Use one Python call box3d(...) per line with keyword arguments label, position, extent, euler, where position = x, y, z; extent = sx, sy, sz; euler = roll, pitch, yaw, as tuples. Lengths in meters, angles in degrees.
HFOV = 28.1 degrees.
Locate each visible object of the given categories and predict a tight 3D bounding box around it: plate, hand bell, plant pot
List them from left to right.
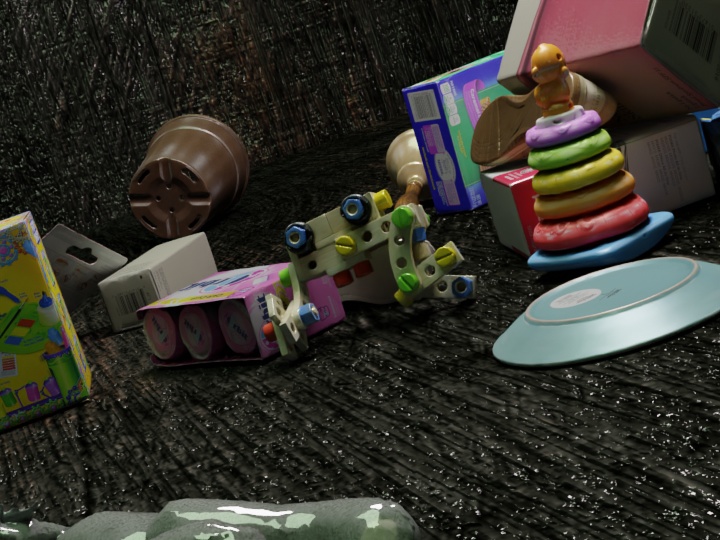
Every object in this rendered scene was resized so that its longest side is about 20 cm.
box3d(label="plant pot", position=(-0.316, -0.159, 2.584), extent=(0.199, 0.201, 0.198), euler=(-16, 18, 14))
box3d(label="hand bell", position=(0.070, -0.106, 1.910), extent=(0.104, 0.105, 0.200), euler=(-15, 22, 17))
box3d(label="plate", position=(0.193, 0.024, 1.090), extent=(0.199, 0.026, 0.200), euler=(-18, 11, 4))

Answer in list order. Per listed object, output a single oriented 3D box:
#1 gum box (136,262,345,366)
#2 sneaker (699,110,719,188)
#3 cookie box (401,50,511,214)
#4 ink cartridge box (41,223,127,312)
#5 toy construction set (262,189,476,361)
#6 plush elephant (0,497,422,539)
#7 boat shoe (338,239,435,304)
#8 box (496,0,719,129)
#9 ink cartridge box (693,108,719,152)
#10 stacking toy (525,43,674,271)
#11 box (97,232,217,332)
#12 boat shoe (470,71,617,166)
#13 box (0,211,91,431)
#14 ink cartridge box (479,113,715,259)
box3d(label="gum box", position=(-0.126, 0.043, 1.444), extent=(0.113, 0.067, 0.199), euler=(-25, 12, -40))
box3d(label="sneaker", position=(0.388, -0.130, 1.451), extent=(0.078, 0.066, 0.200), euler=(-12, 11, 14))
box3d(label="cookie box", position=(0.168, -0.186, 1.857), extent=(0.199, 0.172, 0.075), euler=(-26, 15, -36))
box3d(label="ink cartridge box", position=(-0.412, 0.014, 1.796), extent=(0.200, 0.047, 0.160), euler=(-40, -27, 9))
box3d(label="toy construction set", position=(-0.003, 0.002, 1.324), extent=(0.199, 0.132, 0.092), euler=(-23, -7, 2))
box3d(label="plush elephant", position=(-0.079, 0.167, 0.503), extent=(0.199, 0.156, 0.165), euler=(12, -37, -6))
box3d(label="boat shoe", position=(0.000, 0.000, 1.450), extent=(0.199, 0.072, 0.059), euler=(-18, 11, 38))
box3d(label="box", position=(0.255, -0.221, 1.427), extent=(0.127, 0.110, 0.199), euler=(28, -20, -32))
box3d(label="ink cartridge box", position=(0.476, -0.206, 1.690), extent=(0.199, 0.068, 0.116), euler=(-18, 10, 4))
box3d(label="stacking toy", position=(0.188, -0.105, 1.285), extent=(0.116, 0.201, 0.109), euler=(-27, 13, -38))
box3d(label="box", position=(-0.258, 0.013, 1.854), extent=(0.082, 0.069, 0.200), euler=(-15, 10, 19))
box3d(label="boat shoe", position=(0.178, -0.142, 1.440), extent=(0.064, 0.072, 0.200), euler=(14, -14, -24))
box3d(label="box", position=(-0.401, 0.066, 1.466), extent=(0.199, 0.194, 0.122), euler=(-19, 10, -7))
box3d(label="ink cartridge box", position=(0.236, -0.088, 1.444), extent=(0.199, 0.084, 0.145), euler=(-19, 10, -4))
